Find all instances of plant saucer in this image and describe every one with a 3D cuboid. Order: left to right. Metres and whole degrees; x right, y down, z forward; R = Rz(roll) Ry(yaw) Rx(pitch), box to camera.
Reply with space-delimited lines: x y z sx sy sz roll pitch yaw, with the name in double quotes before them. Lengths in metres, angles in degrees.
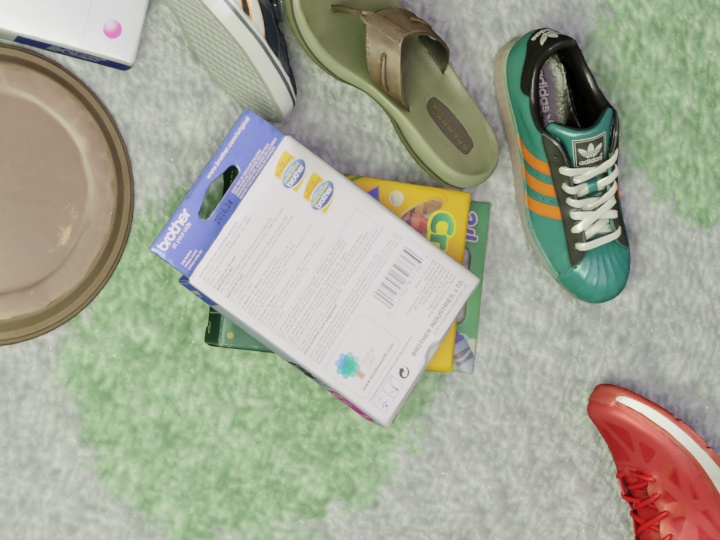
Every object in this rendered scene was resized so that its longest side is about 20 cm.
"plant saucer" -0.245 -0.050 1.242 0.198 0.029 0.202 0 90 -16

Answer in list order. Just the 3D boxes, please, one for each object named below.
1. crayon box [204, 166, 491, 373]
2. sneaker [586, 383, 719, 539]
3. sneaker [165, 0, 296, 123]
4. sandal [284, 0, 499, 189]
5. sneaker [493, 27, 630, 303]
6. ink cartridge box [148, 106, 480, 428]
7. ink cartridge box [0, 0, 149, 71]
"crayon box" 0.000 0.000 1.303 0.198 0.052 0.127 7 87 -17
"sneaker" 0.213 0.182 1.351 0.200 0.078 0.116 44 76 -10
"sneaker" -0.087 -0.191 1.249 0.080 0.078 0.201 -49 126 -21
"sandal" 0.032 -0.141 1.270 0.201 0.057 0.080 44 63 -17
"sneaker" 0.149 -0.072 1.333 0.071 0.080 0.202 -20 95 -16
"ink cartridge box" -0.032 -0.002 1.246 0.199 0.042 0.120 37 80 -15
"ink cartridge box" -0.223 -0.253 1.247 0.195 0.043 0.202 13 87 -16
